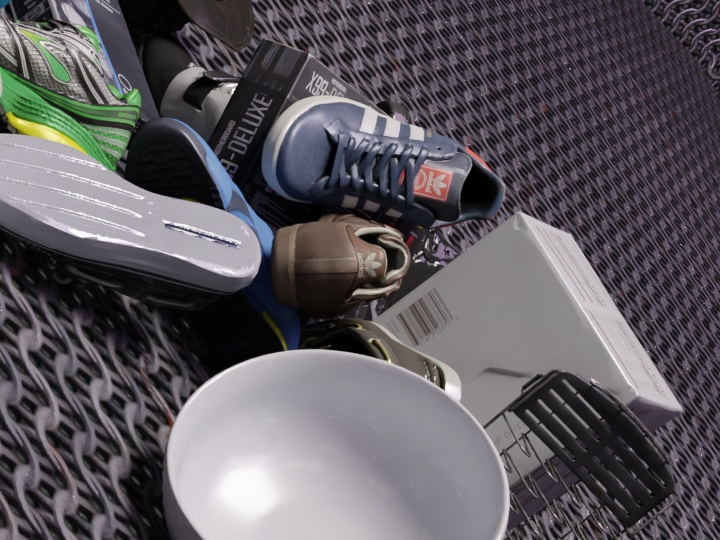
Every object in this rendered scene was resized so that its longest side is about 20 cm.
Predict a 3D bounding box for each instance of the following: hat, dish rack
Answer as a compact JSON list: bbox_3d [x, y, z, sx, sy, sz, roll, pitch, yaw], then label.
[{"bbox_3d":[-0.164,-0.237,1.979,0.201,0.081,0.201,53,19,-27],"label":"hat"},{"bbox_3d":[0.107,0.165,1.710,0.153,0.200,0.055,44,10,-28],"label":"dish rack"}]

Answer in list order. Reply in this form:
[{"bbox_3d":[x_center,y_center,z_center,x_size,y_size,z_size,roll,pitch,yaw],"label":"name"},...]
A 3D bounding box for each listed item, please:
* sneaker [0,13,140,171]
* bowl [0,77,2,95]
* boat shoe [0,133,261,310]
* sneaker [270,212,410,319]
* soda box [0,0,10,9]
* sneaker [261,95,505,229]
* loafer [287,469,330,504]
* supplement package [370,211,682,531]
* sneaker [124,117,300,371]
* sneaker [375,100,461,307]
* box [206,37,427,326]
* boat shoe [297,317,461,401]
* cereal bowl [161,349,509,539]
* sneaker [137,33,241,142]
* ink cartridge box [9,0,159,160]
[{"bbox_3d":[-0.209,-0.126,1.576,0.078,0.085,0.200,13,-23,42],"label":"sneaker"},{"bbox_3d":[-0.257,-0.103,1.417,0.201,0.090,0.201,49,17,-21],"label":"bowl"},{"bbox_3d":[-0.157,-0.017,1.568,0.199,0.071,0.072,22,43,-26],"label":"boat shoe"},{"bbox_3d":[0.000,0.000,1.714,0.200,0.075,0.071,-18,108,-76],"label":"sneaker"},{"bbox_3d":[-0.296,-0.207,1.558,0.200,0.068,0.064,34,24,-49],"label":"soda box"},{"bbox_3d":[0.022,-0.068,1.757,0.084,0.075,0.199,24,13,39],"label":"sneaker"},{"bbox_3d":[-0.018,0.126,1.662,0.070,0.070,0.200,53,12,6],"label":"loafer"},{"bbox_3d":[0.088,0.084,1.808,0.156,0.200,0.111,59,15,19],"label":"supplement package"},{"bbox_3d":[-0.093,-0.022,1.685,0.079,0.066,0.201,-72,144,-52],"label":"sneaker"},{"bbox_3d":[0.036,-0.020,1.989,0.104,0.201,0.060,13,-3,-30],"label":"sneaker"},{"bbox_3d":[-0.033,-0.045,1.812,0.050,0.158,0.200,22,-7,40],"label":"box"},{"bbox_3d":[-0.009,0.066,1.715,0.060,0.072,0.201,19,-1,-30],"label":"boat shoe"},{"bbox_3d":[-0.018,0.142,1.500,0.199,0.084,0.201,7,40,-6],"label":"cereal bowl"},{"bbox_3d":[-0.096,-0.109,1.895,0.074,0.088,0.200,31,26,-50],"label":"sneaker"},{"bbox_3d":[-0.201,-0.173,1.816,0.099,0.039,0.201,34,25,-48],"label":"ink cartridge box"}]
